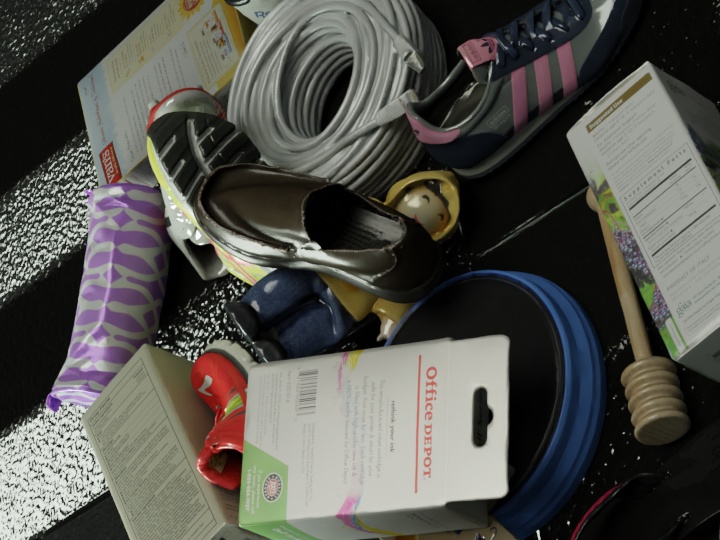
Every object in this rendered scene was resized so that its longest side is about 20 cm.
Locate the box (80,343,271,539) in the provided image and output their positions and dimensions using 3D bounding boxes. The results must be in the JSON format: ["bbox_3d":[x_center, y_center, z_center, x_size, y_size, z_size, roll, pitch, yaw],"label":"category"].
[{"bbox_3d":[-0.138,0.163,1.508,0.095,0.077,0.201,-47,45,19],"label":"box"}]

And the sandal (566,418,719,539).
[{"bbox_3d":[0.173,0.163,1.222,0.200,0.045,0.075,-47,46,19],"label":"sandal"}]

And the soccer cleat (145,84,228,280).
[{"bbox_3d":[-0.130,-0.069,1.552,0.068,0.201,0.086,-18,60,-15],"label":"soccer cleat"}]

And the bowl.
[{"bbox_3d":[0.081,0.094,1.351,0.200,0.039,0.202,-21,58,38],"label":"bowl"}]

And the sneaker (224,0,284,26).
[{"bbox_3d":[-0.044,-0.273,1.585,0.199,0.115,0.081,-46,47,20],"label":"sneaker"}]

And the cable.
[{"bbox_3d":[-0.021,-0.140,1.537,0.200,0.069,0.201,-42,47,26],"label":"cable"}]

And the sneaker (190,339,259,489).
[{"bbox_3d":[-0.092,0.118,1.443,0.085,0.077,0.200,-35,32,-12],"label":"sneaker"}]

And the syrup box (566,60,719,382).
[{"bbox_3d":[0.214,-0.030,1.244,0.081,0.078,0.201,-42,48,24],"label":"syrup box"}]

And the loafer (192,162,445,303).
[{"bbox_3d":[-0.033,-0.041,1.371,0.198,0.072,0.073,15,64,22],"label":"loafer"}]

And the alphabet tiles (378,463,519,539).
[{"bbox_3d":[0.042,0.188,1.313,0.200,0.008,0.168,39,101,46],"label":"alphabet tiles"}]

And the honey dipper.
[{"bbox_3d":[0.182,0.022,1.290,0.038,0.038,0.201,-32,48,30],"label":"honey dipper"}]

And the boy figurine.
[{"bbox_3d":[0.000,0.000,1.428,0.199,0.125,0.064,-35,0,-6],"label":"boy figurine"}]

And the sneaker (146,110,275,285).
[{"bbox_3d":[-0.095,-0.037,1.489,0.078,0.200,0.090,-50,12,-28],"label":"sneaker"}]

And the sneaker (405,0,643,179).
[{"bbox_3d":[0.117,-0.153,1.393,0.200,0.082,0.070,-47,44,14],"label":"sneaker"}]

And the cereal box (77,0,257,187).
[{"bbox_3d":[-0.166,-0.169,1.715,0.200,0.039,0.145,-39,49,27],"label":"cereal box"}]

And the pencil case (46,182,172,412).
[{"bbox_3d":[-0.210,0.022,1.637,0.085,0.084,0.202,3,70,12],"label":"pencil case"}]

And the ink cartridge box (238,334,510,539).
[{"bbox_3d":[0.022,0.115,1.294,0.198,0.067,0.118,-9,66,27],"label":"ink cartridge box"}]
